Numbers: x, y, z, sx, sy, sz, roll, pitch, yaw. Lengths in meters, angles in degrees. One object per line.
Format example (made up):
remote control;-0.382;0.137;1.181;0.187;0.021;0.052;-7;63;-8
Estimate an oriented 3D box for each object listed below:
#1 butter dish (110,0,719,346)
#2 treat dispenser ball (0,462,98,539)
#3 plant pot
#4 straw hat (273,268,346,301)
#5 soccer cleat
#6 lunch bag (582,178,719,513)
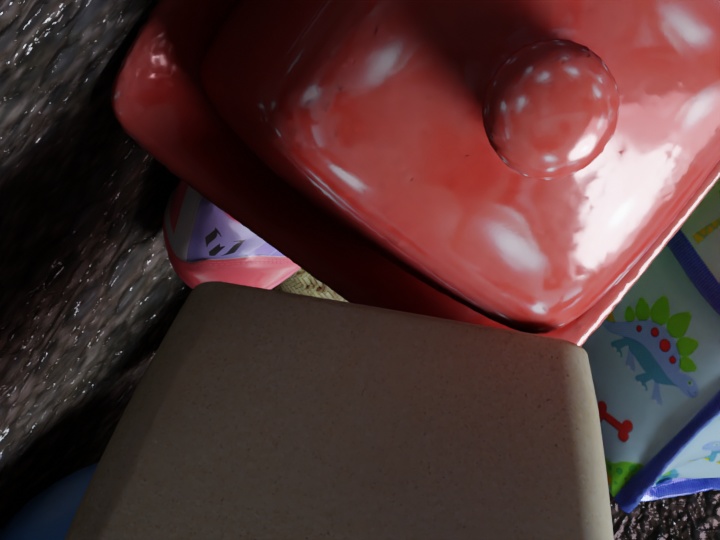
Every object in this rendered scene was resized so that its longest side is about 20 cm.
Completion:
butter dish;0.050;-0.066;0.992;0.200;0.200;0.148;-52;-164;5
treat dispenser ball;-0.080;0.177;1.289;0.201;0.201;0.201;-48;167;-14
plant pot;-0.004;0.114;1.027;0.200;0.199;0.177;92;8;-72
straw hat;0.000;0.000;1.262;0.201;0.201;0.085;-43;129;-32
soccer cleat;-0.002;-0.063;1.201;0.200;0.067;0.077;-42;160;-26
lunch bag;0.143;-0.031;1.165;0.127;0.170;0.200;-5;146;-46
